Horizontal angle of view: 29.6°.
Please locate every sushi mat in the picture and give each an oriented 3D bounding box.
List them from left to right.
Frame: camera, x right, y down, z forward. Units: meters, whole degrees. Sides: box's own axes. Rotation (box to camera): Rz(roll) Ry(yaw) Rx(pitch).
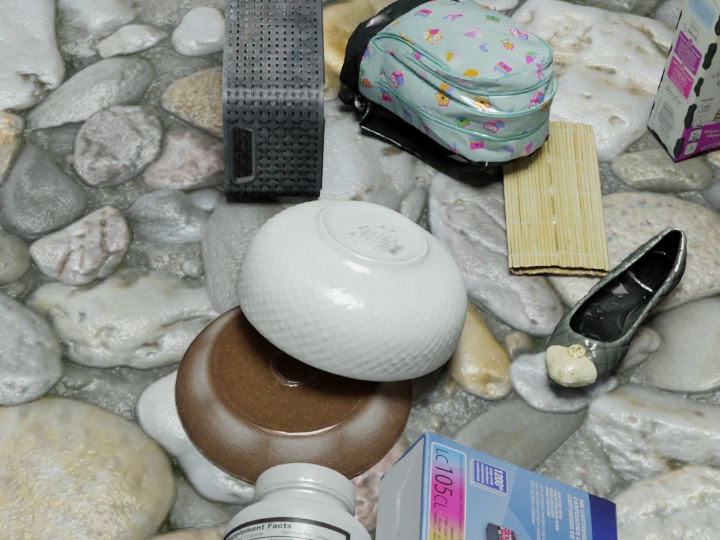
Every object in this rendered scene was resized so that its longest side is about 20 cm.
[{"bbox_3d":[0.185,-0.073,1.306,0.096,0.012,0.200,2,49,0],"label":"sushi mat"}]

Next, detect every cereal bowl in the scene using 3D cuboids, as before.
[{"bbox_3d":[0.000,0.000,1.145,0.200,0.083,0.200,13,31,-8],"label":"cereal bowl"}]

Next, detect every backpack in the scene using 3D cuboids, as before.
[{"bbox_3d":[0.095,-0.186,1.318,0.167,0.127,0.200,-32,53,-25],"label":"backpack"}]

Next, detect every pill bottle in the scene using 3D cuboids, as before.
[{"bbox_3d":[-0.049,0.240,0.955,0.112,0.112,0.200,6,49,1],"label":"pill bottle"}]

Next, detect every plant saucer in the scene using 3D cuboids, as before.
[{"bbox_3d":[-0.055,0.088,1.137,0.200,0.037,0.200,2,48,-2],"label":"plant saucer"}]

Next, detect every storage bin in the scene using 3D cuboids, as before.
[{"bbox_3d":[-0.082,-0.178,1.296,0.094,0.135,0.200,1,49,-3],"label":"storage bin"}]

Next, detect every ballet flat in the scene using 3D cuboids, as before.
[{"bbox_3d":[0.222,0.029,1.192,0.066,0.057,0.200,30,54,21],"label":"ballet flat"}]

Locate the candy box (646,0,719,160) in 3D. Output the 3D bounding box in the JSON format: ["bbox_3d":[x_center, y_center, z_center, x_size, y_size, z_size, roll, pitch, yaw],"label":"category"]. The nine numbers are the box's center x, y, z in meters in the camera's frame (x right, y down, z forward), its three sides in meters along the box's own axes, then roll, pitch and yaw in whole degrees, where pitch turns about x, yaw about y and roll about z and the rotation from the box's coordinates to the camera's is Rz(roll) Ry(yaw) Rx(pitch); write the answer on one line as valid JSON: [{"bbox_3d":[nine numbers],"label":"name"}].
[{"bbox_3d":[0.368,-0.209,1.314,0.136,0.200,0.061,-17,52,-17],"label":"candy box"}]

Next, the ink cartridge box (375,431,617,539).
[{"bbox_3d":[0.112,0.218,0.981,0.200,0.076,0.136,23,46,-20],"label":"ink cartridge box"}]
